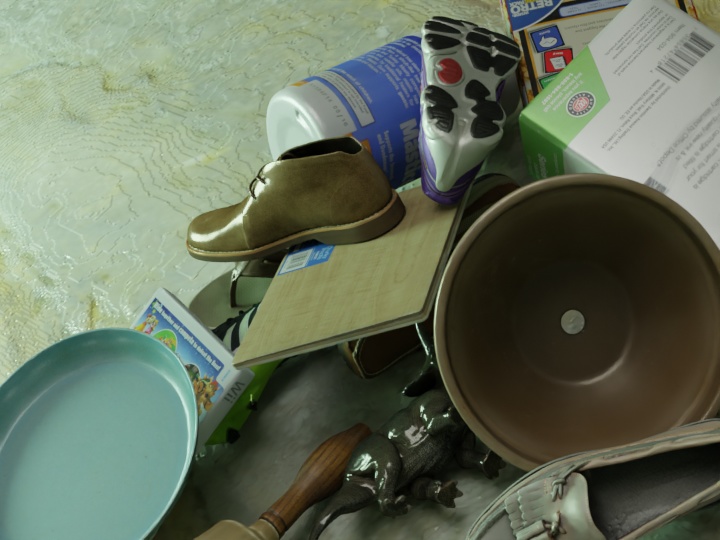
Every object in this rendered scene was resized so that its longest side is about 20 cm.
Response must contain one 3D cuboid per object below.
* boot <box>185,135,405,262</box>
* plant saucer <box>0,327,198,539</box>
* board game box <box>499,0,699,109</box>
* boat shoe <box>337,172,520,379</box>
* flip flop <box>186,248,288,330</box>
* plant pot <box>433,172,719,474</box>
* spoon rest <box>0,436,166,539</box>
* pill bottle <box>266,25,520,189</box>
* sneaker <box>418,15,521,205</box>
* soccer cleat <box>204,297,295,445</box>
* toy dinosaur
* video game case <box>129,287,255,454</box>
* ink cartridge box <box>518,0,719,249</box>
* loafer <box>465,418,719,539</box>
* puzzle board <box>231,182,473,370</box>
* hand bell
[{"bbox_3d":[-0.063,-0.057,1.264,0.199,0.076,0.074,-11,30,35],"label":"boot"},{"bbox_3d":[-0.197,0.134,1.165,0.198,0.027,0.202,-13,55,19],"label":"plant saucer"},{"bbox_3d":[0.198,-0.165,1.304,0.150,0.046,0.202,-10,54,4],"label":"board game box"},{"bbox_3d":[0.068,0.005,1.236,0.200,0.076,0.074,-45,44,-17],"label":"boat shoe"},{"bbox_3d":[-0.061,-0.014,1.346,0.199,0.058,0.081,-32,39,-4],"label":"flip flop"},{"bbox_3d":[0.147,0.036,1.101,0.199,0.202,0.093,-27,2,2],"label":"plant pot"},{"bbox_3d":[-0.214,0.163,1.201,0.199,0.060,0.100,4,66,44],"label":"spoon rest"},{"bbox_3d":[0.031,-0.129,1.350,0.199,0.113,0.112,-26,35,-25],"label":"pill bottle"},{"bbox_3d":[0.069,-0.125,1.250,0.080,0.084,0.201,19,39,-1],"label":"sneaker"},{"bbox_3d":[-0.077,0.049,1.284,0.200,0.068,0.081,-47,41,-16],"label":"soccer cleat"},{"bbox_3d":[0.035,0.127,1.140,0.201,0.077,0.102,-53,23,-9],"label":"toy dinosaur"},{"bbox_3d":[-0.176,0.124,1.251,0.201,0.018,0.143,-53,41,1],"label":"video game case"},{"bbox_3d":[0.234,-0.084,1.169,0.145,0.084,0.200,-44,63,-14],"label":"ink cartridge box"},{"bbox_3d":[0.155,0.142,1.023,0.198,0.063,0.072,-24,79,3],"label":"loafer"},{"bbox_3d":[0.000,0.000,1.195,0.149,0.018,0.201,-17,25,23],"label":"puzzle board"},{"bbox_3d":[-0.057,0.174,1.141,0.103,0.105,0.200,14,42,40],"label":"hand bell"}]
